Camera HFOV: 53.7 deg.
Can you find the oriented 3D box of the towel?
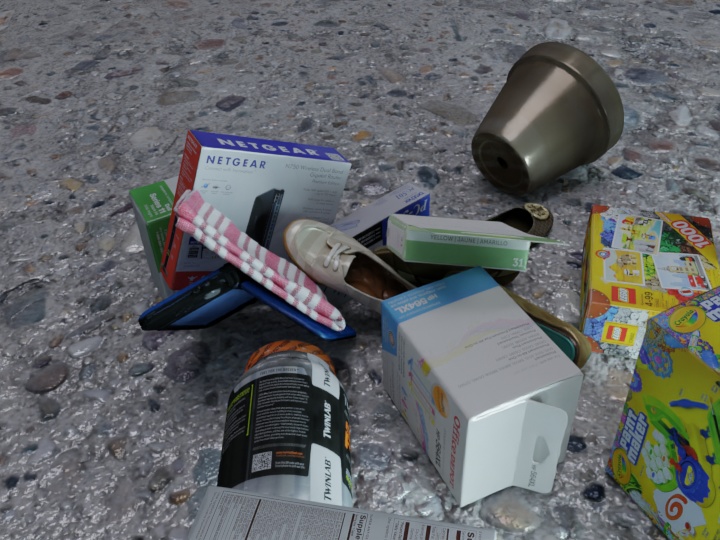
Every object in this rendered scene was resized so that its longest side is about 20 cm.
[{"bbox_3d":[-0.102,-0.013,0.730,0.030,0.199,0.146,-54,16,2],"label":"towel"}]

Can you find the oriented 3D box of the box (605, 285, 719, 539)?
[{"bbox_3d":[0.329,0.151,0.592,0.120,0.202,0.193,-19,42,-20],"label":"box"}]

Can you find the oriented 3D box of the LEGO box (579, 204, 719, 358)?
[{"bbox_3d":[0.347,0.014,0.862,0.146,0.078,0.201,8,40,13],"label":"LEGO box"}]

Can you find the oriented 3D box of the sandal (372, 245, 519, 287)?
[{"bbox_3d":[0.106,-0.013,0.908,0.196,0.081,0.055,-2,50,-8],"label":"sandal"}]

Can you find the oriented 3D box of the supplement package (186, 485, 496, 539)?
[{"bbox_3d":[-0.018,0.272,0.469,0.196,0.194,0.148,5,39,11],"label":"supplement package"}]

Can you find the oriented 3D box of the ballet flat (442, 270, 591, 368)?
[{"bbox_3d":[0.181,0.061,0.841,0.199,0.070,0.063,34,23,34],"label":"ballet flat"}]

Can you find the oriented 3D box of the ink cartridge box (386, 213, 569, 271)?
[{"bbox_3d":[0.116,-0.026,0.766,0.143,0.049,0.200,4,11,-10],"label":"ink cartridge box"}]

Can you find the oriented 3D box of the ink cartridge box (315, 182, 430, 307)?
[{"bbox_3d":[0.008,-0.031,0.925,0.199,0.095,0.044,-31,46,-31],"label":"ink cartridge box"}]

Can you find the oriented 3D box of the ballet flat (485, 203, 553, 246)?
[{"bbox_3d":[0.189,-0.054,0.981,0.198,0.047,0.067,-22,43,-22],"label":"ballet flat"}]

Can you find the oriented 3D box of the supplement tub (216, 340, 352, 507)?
[{"bbox_3d":[-0.068,0.169,0.658,0.120,0.124,0.202,-3,39,0],"label":"supplement tub"}]

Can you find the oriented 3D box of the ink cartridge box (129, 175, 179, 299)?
[{"bbox_3d":[-0.180,-0.055,0.927,0.198,0.148,0.083,-22,43,-22],"label":"ink cartridge box"}]

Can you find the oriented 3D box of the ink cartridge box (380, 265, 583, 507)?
[{"bbox_3d":[0.117,0.117,0.705,0.123,0.130,0.201,-17,39,-17],"label":"ink cartridge box"}]

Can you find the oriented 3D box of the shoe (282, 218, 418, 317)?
[{"bbox_3d":[0.000,0.000,0.829,0.199,0.053,0.071,33,65,-18],"label":"shoe"}]

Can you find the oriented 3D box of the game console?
[{"bbox_3d":[-0.114,0.062,0.782,0.169,0.200,0.120,-29,82,5],"label":"game console"}]

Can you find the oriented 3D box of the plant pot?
[{"bbox_3d":[0.267,-0.211,1.082,0.173,0.201,0.199,-43,51,-18],"label":"plant pot"}]

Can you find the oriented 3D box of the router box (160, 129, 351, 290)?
[{"bbox_3d":[-0.127,-0.066,0.860,0.197,0.182,0.049,-1,31,-35],"label":"router box"}]
